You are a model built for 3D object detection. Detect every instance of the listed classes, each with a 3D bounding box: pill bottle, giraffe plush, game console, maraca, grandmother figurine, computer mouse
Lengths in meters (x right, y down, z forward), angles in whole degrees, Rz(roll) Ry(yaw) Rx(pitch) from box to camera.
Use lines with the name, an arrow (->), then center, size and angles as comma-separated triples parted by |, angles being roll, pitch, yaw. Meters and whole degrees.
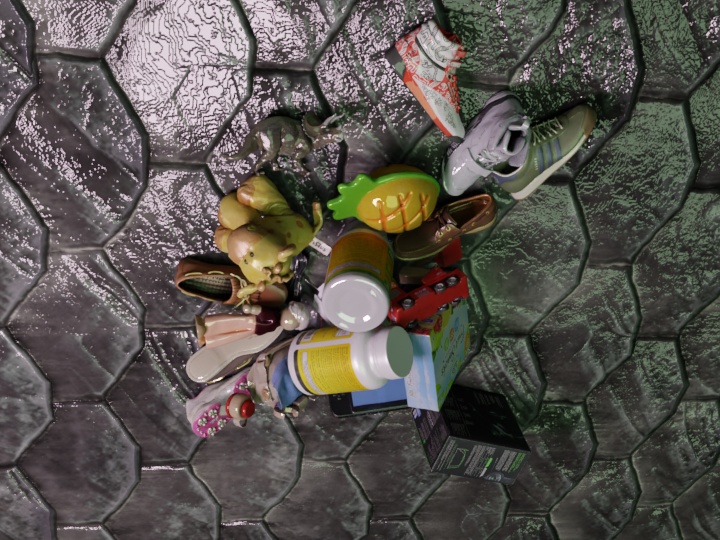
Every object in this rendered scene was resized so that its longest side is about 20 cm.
pill bottle -> -0.015, 0.147, 1.461 | 0.198, 0.113, 0.113 | -10, 130, 35
pill bottle -> 0.000, 0.000, 1.451 | 0.110, 0.201, 0.112 | 3, 125, 4
giraffe plush -> -0.156, -0.037, 1.397 | 0.198, 0.163, 0.174 | 18, 120, 3
game console -> 0.032, 0.166, 1.624 | 0.197, 0.174, 0.119 | -7, 150, -6
maraca -> 0.041, -0.120, 1.437 | 0.198, 0.108, 0.137 | 0, 144, -30
grandmother figurine -> -0.184, 0.093, 1.504 | 0.198, 0.061, 0.121 | -8, 165, -13
computer mouse -> -0.048, 0.059, 1.525 | 0.199, 0.044, 0.110 | 33, 117, 10

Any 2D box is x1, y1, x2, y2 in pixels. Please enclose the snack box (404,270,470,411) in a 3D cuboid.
snack box -> 0.137, 0.123, 1.562 | 0.067, 0.200, 0.170 | 7, 124, 24

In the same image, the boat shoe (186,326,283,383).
boat shoe -> -0.224, 0.141, 1.586 | 0.199, 0.072, 0.060 | -34, 164, -4

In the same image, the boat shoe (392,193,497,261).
boat shoe -> 0.144, -0.082, 1.501 | 0.198, 0.073, 0.068 | -24, 159, -3

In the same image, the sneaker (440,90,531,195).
sneaker -> 0.207, -0.193, 1.431 | 0.075, 0.115, 0.201 | 25, 114, -24

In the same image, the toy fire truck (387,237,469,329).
toy fire truck -> 0.114, 0.015, 1.503 | 0.198, 0.141, 0.049 | -25, 126, -18

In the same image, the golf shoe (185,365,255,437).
golf shoe -> -0.244, 0.223, 1.630 | 0.199, 0.091, 0.076 | -34, 128, -17

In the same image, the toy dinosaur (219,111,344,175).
toy dinosaur -> -0.126, -0.208, 1.392 | 0.197, 0.077, 0.103 | 0, 110, -5

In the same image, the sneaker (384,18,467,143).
sneaker -> 0.137, -0.301, 1.378 | 0.108, 0.067, 0.201 | -36, 119, 15

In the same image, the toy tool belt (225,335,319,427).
toy tool belt -> -0.136, 0.204, 1.554 | 0.122, 0.200, 0.126 | 11, 129, 34

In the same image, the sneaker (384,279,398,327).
sneaker -> 0.051, 0.094, 1.580 | 0.075, 0.088, 0.202 | -6, 106, -5

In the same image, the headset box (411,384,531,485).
headset box -> 0.222, 0.320, 1.721 | 0.198, 0.175, 0.093 | 13, 118, -20

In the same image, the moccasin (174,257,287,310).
moccasin -> -0.223, 0.029, 1.505 | 0.199, 0.078, 0.074 | 18, 117, -21

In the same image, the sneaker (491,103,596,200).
sneaker -> 0.302, -0.213, 1.465 | 0.089, 0.067, 0.200 | 28, 116, -31
